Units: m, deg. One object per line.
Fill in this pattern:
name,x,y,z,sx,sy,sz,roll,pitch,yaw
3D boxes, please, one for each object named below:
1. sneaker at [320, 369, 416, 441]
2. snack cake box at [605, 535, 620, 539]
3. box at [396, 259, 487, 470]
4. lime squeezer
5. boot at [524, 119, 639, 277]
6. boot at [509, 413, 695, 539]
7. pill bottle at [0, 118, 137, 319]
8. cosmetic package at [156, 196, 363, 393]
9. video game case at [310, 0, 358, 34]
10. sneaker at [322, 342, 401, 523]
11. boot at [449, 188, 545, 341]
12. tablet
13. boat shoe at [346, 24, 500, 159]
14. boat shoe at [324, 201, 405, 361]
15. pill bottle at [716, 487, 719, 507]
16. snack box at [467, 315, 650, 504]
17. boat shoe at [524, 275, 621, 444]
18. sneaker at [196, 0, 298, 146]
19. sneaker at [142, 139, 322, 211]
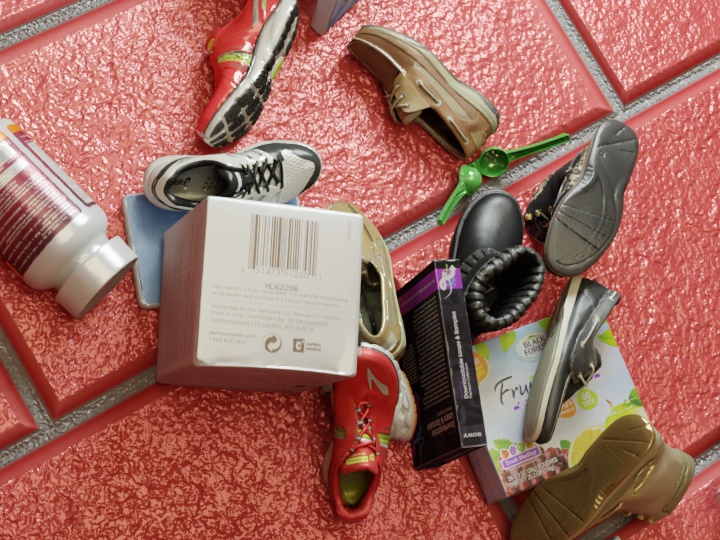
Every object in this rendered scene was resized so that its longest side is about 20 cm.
sneaker,-0.006,0.094,1.655,0.091,0.076,0.201,-13,76,-15
snack cake box,0.230,0.393,1.641,0.200,0.067,0.115,-35,85,-24
box,0.082,0.103,1.640,0.036,0.143,0.201,-1,75,-19
lime squeezer,0.148,-0.108,1.768,0.199,0.038,0.071,-33,44,-22
boot,0.236,-0.062,1.733,0.073,0.151,0.201,26,67,-9
boot,0.268,0.253,1.674,0.200,0.155,0.073,-47,52,8
pill bottle,-0.331,-0.051,1.573,0.200,0.110,0.110,45,66,-1
cosmetic package,-0.106,0.031,1.560,0.166,0.200,0.168,5,80,-18
video game case,0.023,-0.375,1.733,0.022,0.200,0.182,41,66,6
sneaker,0.005,0.171,1.573,0.076,0.085,0.201,2,116,-6
boot,0.152,-0.013,1.688,0.079,0.158,0.212,23,69,-10
tablet,-0.155,-0.031,1.675,0.199,0.014,0.131,-6,76,-20
boat shoe,0.068,-0.204,1.766,0.199,0.076,0.074,35,70,-4
boat shoe,0.000,0.000,1.615,0.071,0.076,0.201,-24,59,1
pill bottle,0.493,0.202,1.756,0.113,0.113,0.200,40,66,-3
snack box,0.203,0.144,1.707,0.199,0.068,0.170,-18,80,-22
boat shoe,0.228,0.099,1.652,0.067,0.072,0.201,24,66,-4
sneaker,-0.140,-0.227,1.710,0.084,0.077,0.201,21,69,12
sneaker,-0.129,-0.093,1.639,0.199,0.088,0.076,-11,102,-17
